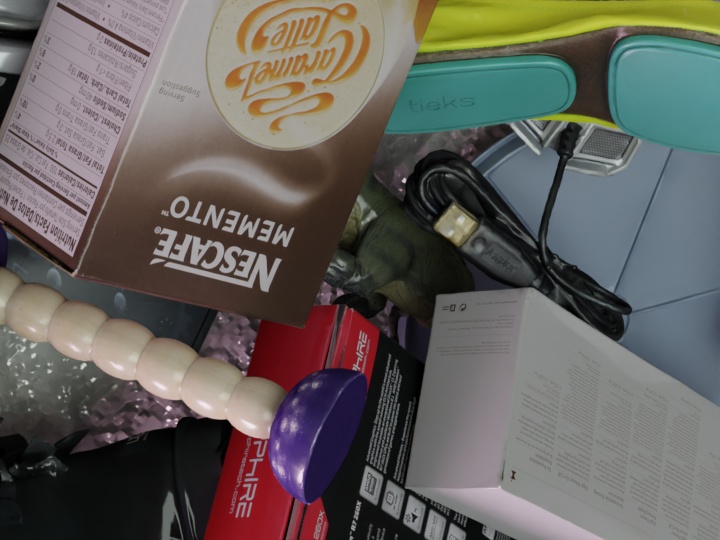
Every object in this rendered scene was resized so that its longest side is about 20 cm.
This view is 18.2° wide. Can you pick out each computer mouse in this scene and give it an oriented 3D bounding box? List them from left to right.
[{"bbox_3d":[0.090,-0.076,0.943,0.110,0.044,0.200,29,67,-18],"label":"computer mouse"}]

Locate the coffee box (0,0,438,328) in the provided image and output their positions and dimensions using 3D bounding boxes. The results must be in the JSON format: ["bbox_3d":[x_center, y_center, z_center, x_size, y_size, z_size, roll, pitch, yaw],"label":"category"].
[{"bbox_3d":[-0.043,-0.091,0.811,0.114,0.080,0.200,14,102,-43],"label":"coffee box"}]

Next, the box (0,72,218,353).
[{"bbox_3d":[-0.125,-0.071,0.890,0.200,0.044,0.160,23,98,-25],"label":"box"}]

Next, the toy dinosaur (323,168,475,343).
[{"bbox_3d":[0.000,0.000,0.926,0.088,0.047,0.200,-45,123,-11],"label":"toy dinosaur"}]

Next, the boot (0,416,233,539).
[{"bbox_3d":[-0.114,0.152,0.906,0.162,0.073,0.198,-10,94,12],"label":"boot"}]

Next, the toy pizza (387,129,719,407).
[{"bbox_3d":[0.104,0.018,1.014,0.200,0.032,0.200,-6,110,-17],"label":"toy pizza"}]

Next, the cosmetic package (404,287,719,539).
[{"bbox_3d":[0.097,0.079,0.933,0.200,0.051,0.083,31,61,-48],"label":"cosmetic package"}]

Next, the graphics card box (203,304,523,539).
[{"bbox_3d":[0.020,0.111,0.908,0.200,0.051,0.126,36,58,-44],"label":"graphics card box"}]

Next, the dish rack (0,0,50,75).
[{"bbox_3d":[-0.156,-0.178,0.796,0.172,0.044,0.200,8,104,-23],"label":"dish rack"}]

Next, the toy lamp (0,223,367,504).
[{"bbox_3d":[-0.099,0.025,0.822,0.200,0.058,0.058,22,102,16],"label":"toy lamp"}]

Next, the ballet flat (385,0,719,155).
[{"bbox_3d":[0.091,-0.088,0.873,0.200,0.067,0.067,2,143,4],"label":"ballet flat"}]
